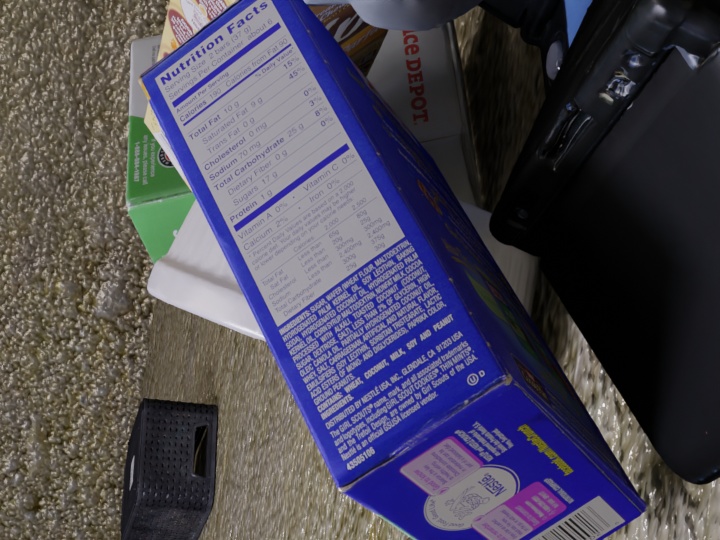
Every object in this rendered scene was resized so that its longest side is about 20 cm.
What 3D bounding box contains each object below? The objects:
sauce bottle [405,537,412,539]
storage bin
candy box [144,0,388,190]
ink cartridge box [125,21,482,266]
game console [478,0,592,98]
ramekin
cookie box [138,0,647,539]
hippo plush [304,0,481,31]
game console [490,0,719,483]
[{"bbox_3d":[0.024,0.200,0.966,0.200,0.064,0.065,117,156,-59],"label":"sauce bottle"},{"bbox_3d":[-0.239,0.254,2.143,0.200,0.093,0.136,119,154,-60],"label":"storage bin"},{"bbox_3d":[-0.040,-0.124,0.876,0.055,0.115,0.200,54,158,9],"label":"candy box"},{"bbox_3d":[-0.033,-0.084,1.038,0.083,0.199,0.147,71,-168,-47],"label":"ink cartridge box"},{"bbox_3d":[0.074,-0.156,0.782,0.200,0.116,0.177,112,161,-55],"label":"game console"},{"bbox_3d":[0.000,0.000,0.894,0.202,0.202,0.095,-164,94,-78],"label":"ramekin"},{"bbox_3d":[0.013,0.010,0.679,0.171,0.075,0.200,43,-165,-56],"label":"cookie box"},{"bbox_3d":[0.004,-0.147,0.694,0.161,0.199,0.160,119,153,-55],"label":"hippo plush"},{"bbox_3d":[0.127,-0.046,0.592,0.176,0.116,0.200,-63,1,-21],"label":"game console"}]
